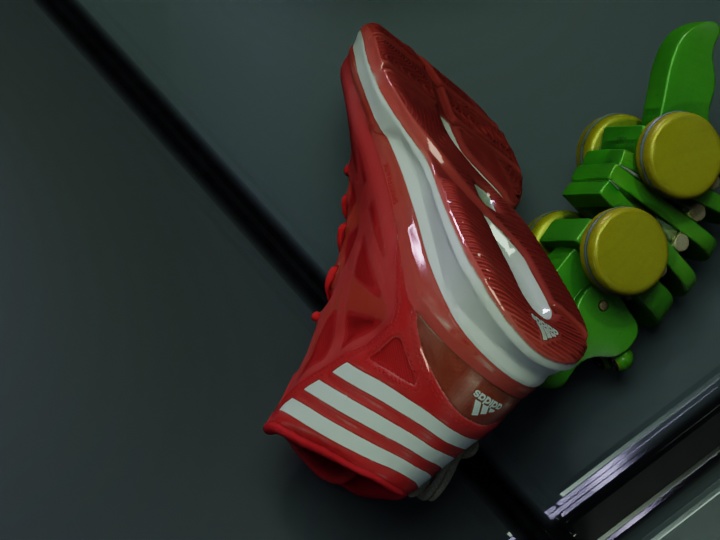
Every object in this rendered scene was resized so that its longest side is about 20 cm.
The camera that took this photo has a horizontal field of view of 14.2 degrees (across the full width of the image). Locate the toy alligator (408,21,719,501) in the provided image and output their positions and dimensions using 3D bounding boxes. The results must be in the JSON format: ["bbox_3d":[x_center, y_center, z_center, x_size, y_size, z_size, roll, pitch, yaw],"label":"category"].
[{"bbox_3d":[0.086,0.006,1.012,0.054,0.059,0.200,35,78,-19],"label":"toy alligator"}]

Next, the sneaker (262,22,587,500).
[{"bbox_3d":[0.000,0.000,1.006,0.116,0.078,0.200,-44,28,16],"label":"sneaker"}]
